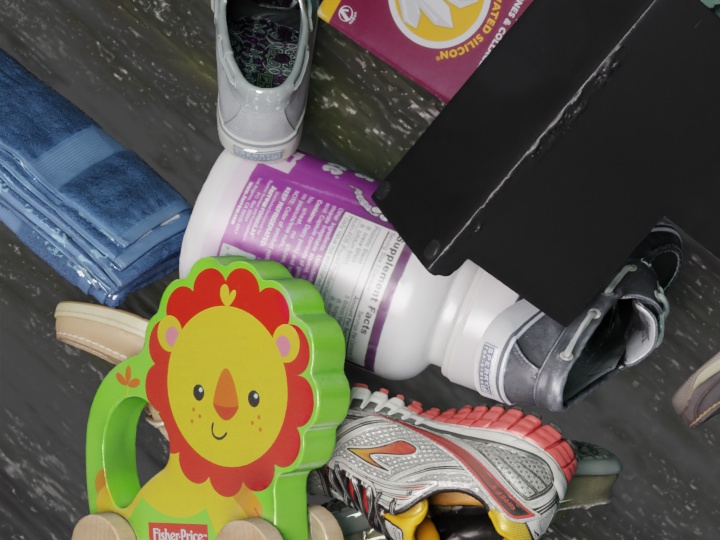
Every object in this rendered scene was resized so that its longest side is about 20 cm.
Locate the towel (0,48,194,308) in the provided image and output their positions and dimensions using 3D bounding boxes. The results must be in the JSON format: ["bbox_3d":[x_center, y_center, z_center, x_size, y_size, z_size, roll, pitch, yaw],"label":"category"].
[{"bbox_3d":[-0.193,-0.066,1.278,0.200,0.112,0.049,39,126,12],"label":"towel"}]

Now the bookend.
[{"bbox_3d":[0.151,-0.050,1.138,0.200,0.092,0.199,33,102,-33],"label":"bookend"}]

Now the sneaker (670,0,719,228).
[{"bbox_3d":[0.261,-0.113,1.249,0.115,0.075,0.201,12,89,0],"label":"sneaker"}]

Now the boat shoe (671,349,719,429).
[{"bbox_3d":[0.283,0.049,1.215,0.200,0.074,0.073,-29,80,4],"label":"boat shoe"}]

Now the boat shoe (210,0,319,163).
[{"bbox_3d":[-0.055,-0.158,1.249,0.070,0.072,0.201,4,49,-7],"label":"boat shoe"}]

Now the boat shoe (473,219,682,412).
[{"bbox_3d":[0.147,0.026,1.185,0.068,0.200,0.072,18,120,32],"label":"boat shoe"}]

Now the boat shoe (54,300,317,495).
[{"bbox_3d":[-0.106,0.077,1.262,0.200,0.071,0.065,23,85,9],"label":"boat shoe"}]

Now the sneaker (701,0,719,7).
[{"bbox_3d":[0.162,-0.221,1.228,0.200,0.080,0.076,30,83,38],"label":"sneaker"}]

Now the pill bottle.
[{"bbox_3d":[0.000,0.000,1.238,0.200,0.112,0.113,22,85,9],"label":"pill bottle"}]

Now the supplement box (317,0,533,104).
[{"bbox_3d":[0.090,-0.148,1.238,0.200,0.086,0.111,36,106,17],"label":"supplement box"}]

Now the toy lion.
[{"bbox_3d":[-0.086,0.089,1.179,0.200,0.069,0.192,-5,89,42],"label":"toy lion"}]

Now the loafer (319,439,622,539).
[{"bbox_3d":[0.065,0.154,1.236,0.199,0.075,0.070,-16,94,10],"label":"loafer"}]

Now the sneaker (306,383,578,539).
[{"bbox_3d":[0.019,0.118,1.167,0.199,0.078,0.082,3,51,28],"label":"sneaker"}]
